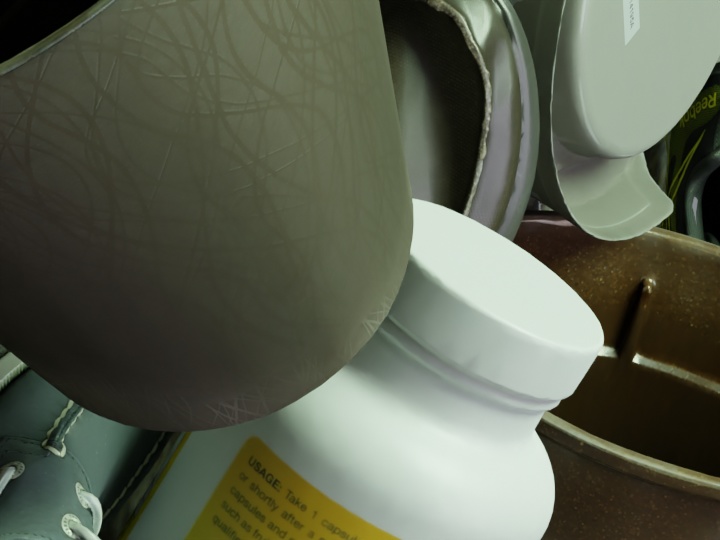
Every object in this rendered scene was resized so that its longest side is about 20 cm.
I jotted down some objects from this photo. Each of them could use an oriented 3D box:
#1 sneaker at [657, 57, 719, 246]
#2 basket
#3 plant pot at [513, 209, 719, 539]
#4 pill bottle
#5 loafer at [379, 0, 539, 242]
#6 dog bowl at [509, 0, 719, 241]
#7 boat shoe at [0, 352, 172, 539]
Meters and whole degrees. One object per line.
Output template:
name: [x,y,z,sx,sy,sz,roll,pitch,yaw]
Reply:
sneaker: [0.146,-0.002,1.109,0.085,0.074,0.200,-84,169,-57]
basket: [-0.060,-0.056,0.652,0.180,0.136,0.200,-57,154,-18]
plant pot: [0.084,0.110,0.983,0.200,0.200,0.199,-23,136,-56]
pill bottle: [-0.012,0.081,0.799,0.200,0.104,0.104,-58,157,18]
loafer: [0.000,0.000,0.857,0.071,0.073,0.200,-14,120,-61]
dog bowl: [0.092,-0.113,0.973,0.200,0.059,0.200,-40,140,-45]
boat shoe: [-0.096,0.085,0.747,0.200,0.062,0.073,-48,144,-38]
